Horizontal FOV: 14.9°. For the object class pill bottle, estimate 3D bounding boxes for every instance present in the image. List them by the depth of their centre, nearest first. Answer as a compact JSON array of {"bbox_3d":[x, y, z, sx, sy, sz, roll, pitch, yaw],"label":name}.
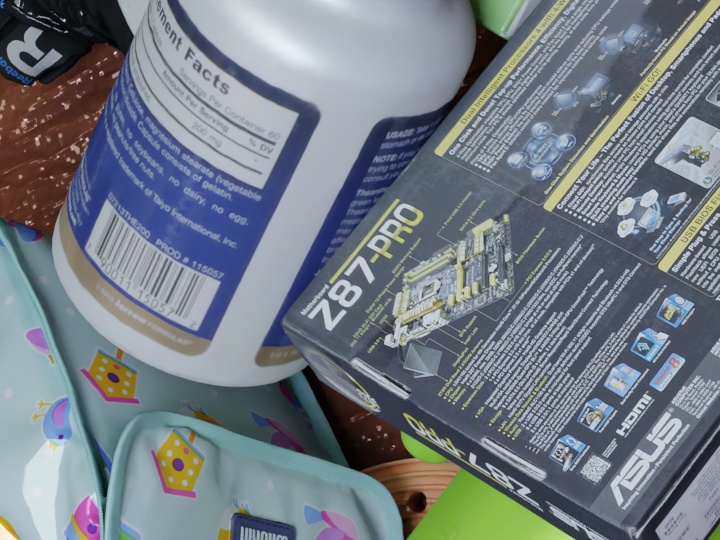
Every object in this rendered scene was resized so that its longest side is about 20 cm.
[{"bbox_3d":[-0.027,-0.065,0.967,0.111,0.111,0.200,45,128,24],"label":"pill bottle"}]

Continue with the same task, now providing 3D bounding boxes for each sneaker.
[{"bbox_3d":[-0.106,-0.103,1.121,0.112,0.073,0.200,-47,32,20],"label":"sneaker"}]

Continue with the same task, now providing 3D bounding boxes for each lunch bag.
[{"bbox_3d":[-0.079,0.093,1.036,0.122,0.170,0.200,-46,51,20],"label":"lunch bag"}]

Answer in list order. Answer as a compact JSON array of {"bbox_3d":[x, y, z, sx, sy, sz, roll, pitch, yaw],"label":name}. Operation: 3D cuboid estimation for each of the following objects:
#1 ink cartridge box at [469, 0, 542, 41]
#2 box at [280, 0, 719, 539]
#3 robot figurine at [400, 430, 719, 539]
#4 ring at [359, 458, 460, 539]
[{"bbox_3d":[0.016,-0.152,1.063,0.200,0.117,0.067,32,99,26],"label":"ink cartridge box"},{"bbox_3d":[0.094,-0.014,0.914,0.161,0.049,0.200,30,74,33],"label":"box"},{"bbox_3d":[0.089,0.093,0.960,0.175,0.116,0.200,37,90,6],"label":"robot figurine"},{"bbox_3d":[0.031,0.174,1.079,0.200,0.019,0.201,-3,83,26],"label":"ring"}]
